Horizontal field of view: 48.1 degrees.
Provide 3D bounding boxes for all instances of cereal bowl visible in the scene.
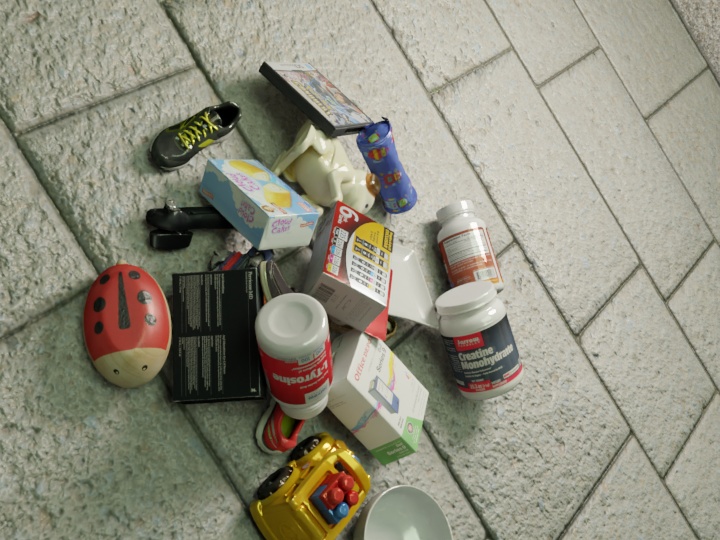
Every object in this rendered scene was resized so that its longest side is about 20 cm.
[{"bbox_3d":[0.064,0.480,1.400,0.197,0.083,0.204,14,64,-31],"label":"cereal bowl"}]

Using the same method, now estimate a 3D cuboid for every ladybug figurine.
[{"bbox_3d":[-0.360,0.075,1.236,0.133,0.072,0.204,-11,71,-13],"label":"ladybug figurine"}]

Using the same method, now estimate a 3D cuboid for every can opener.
[{"bbox_3d":[-0.281,-0.089,1.402,0.198,0.080,0.063,-12,40,-42],"label":"can opener"}]

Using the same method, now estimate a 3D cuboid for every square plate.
[{"bbox_3d":[0.052,0.019,1.577,0.195,0.028,0.203,17,43,-36],"label":"square plate"}]

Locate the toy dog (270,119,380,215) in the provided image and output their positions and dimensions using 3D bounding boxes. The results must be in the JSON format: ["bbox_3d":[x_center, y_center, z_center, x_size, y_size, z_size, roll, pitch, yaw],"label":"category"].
[{"bbox_3d":[-0.059,-0.180,1.562,0.199,0.139,0.195,41,34,-17],"label":"toy dog"}]

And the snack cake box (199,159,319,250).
[{"bbox_3d":[-0.178,-0.118,1.399,0.114,0.068,0.200,-5,37,-45],"label":"snack cake box"}]

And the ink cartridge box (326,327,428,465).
[{"bbox_3d":[0.024,0.220,1.437,0.200,0.087,0.146,47,35,-20],"label":"ink cartridge box"}]

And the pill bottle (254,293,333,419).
[{"bbox_3d":[-0.099,0.141,1.261,0.110,0.202,0.114,-2,47,2],"label":"pill bottle"}]

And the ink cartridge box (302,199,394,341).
[{"bbox_3d":[0.000,0.000,1.448,0.173,0.084,0.202,28,40,-17],"label":"ink cartridge box"}]

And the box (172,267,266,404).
[{"bbox_3d":[-0.224,0.106,1.290,0.138,0.079,0.205,-4,78,3],"label":"box"}]

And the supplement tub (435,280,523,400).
[{"bbox_3d":[0.235,0.139,1.601,0.139,0.139,0.204,-31,106,-40],"label":"supplement tub"}]

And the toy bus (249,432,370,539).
[{"bbox_3d":[-0.052,0.350,1.298,0.136,0.191,0.200,51,49,-5],"label":"toy bus"}]

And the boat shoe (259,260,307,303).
[{"bbox_3d":[-0.106,0.066,1.331,0.072,0.064,0.203,-84,153,-64],"label":"boat shoe"}]

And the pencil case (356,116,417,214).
[{"bbox_3d":[0.053,-0.208,1.619,0.088,0.077,0.202,-109,175,-47],"label":"pencil case"}]

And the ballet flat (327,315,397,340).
[{"bbox_3d":[-0.012,0.084,1.515,0.197,0.065,0.072,16,67,-30],"label":"ballet flat"}]

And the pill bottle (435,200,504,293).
[{"bbox_3d":[0.227,-0.039,1.712,0.111,0.112,0.204,-6,75,-37],"label":"pill bottle"}]

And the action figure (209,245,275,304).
[{"bbox_3d":[-0.201,0.051,1.396,0.199,0.105,0.194,-41,91,-10],"label":"action figure"}]

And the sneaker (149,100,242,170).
[{"bbox_3d":[-0.291,-0.251,1.434,0.075,0.084,0.200,51,51,-6],"label":"sneaker"}]

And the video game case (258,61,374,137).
[{"bbox_3d":[-0.081,-0.338,1.580,0.200,0.026,0.180,44,26,11],"label":"video game case"}]

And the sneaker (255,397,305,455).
[{"bbox_3d":[-0.107,0.219,1.374,0.077,0.084,0.203,35,56,-31],"label":"sneaker"}]
